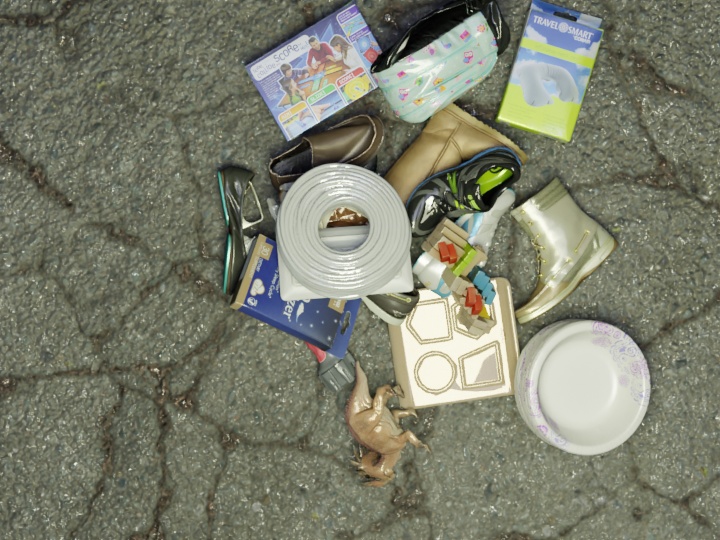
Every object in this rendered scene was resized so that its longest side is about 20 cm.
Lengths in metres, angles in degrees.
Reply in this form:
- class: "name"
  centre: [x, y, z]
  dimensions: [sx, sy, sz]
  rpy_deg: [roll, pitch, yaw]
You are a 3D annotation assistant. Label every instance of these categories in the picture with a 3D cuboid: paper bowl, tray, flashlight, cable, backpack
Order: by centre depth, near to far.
- class: "cable"
  centre: [-0.024, -0.060, 1.569]
  dimensions: [0.199, 0.069, 0.201]
  rpy_deg: [-15, 75, -7]
- class: "tray"
  centre: [-0.023, -0.016, 1.605]
  dimensions: [0.198, 0.022, 0.108]
  rpy_deg: [-4, 76, -4]
- class: "backpack"
  centre: [0.116, -0.315, 1.608]
  dimensions: [0.199, 0.167, 0.127]
  rpy_deg: [-36, 99, -7]
- class: "paper bowl"
  centre: [0.331, 0.175, 1.650]
  dimensions: [0.199, 0.104, 0.202]
  rpy_deg: [0, 91, -14]
- class: "flashlight"
  centre: [-0.087, 0.101, 1.683]
  dimensions: [0.068, 0.068, 0.200]
  rpy_deg: [-40, 97, -36]

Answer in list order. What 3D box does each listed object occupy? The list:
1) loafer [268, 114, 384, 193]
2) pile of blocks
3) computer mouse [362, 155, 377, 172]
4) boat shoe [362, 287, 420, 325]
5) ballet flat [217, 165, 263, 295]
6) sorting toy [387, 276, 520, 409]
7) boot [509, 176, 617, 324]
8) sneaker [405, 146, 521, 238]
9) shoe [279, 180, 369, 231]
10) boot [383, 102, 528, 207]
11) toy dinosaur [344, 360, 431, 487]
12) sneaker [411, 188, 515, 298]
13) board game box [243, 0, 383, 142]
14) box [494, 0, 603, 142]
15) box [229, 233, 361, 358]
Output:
- class: "loafer"
  centre: [-0.054, -0.177, 1.647]
  dimensions: [0.199, 0.071, 0.073]
  rpy_deg: [-29, 72, 10]
- class: "pile of blocks"
  centre: [0.165, 0.017, 1.603]
  dimensions: [0.082, 0.062, 0.201]
  rpy_deg: [-30, 117, 0]
- class: "computer mouse"
  centre: [-0.020, -0.104, 1.688]
  dimensions: [0.058, 0.034, 0.201]
  rpy_deg: [16, 93, -1]
- class: "boat shoe"
  centre: [0.000, 0.000, 1.650]
  dimensions: [0.201, 0.072, 0.061]
  rpy_deg: [36, 118, -3]
- class: "ballet flat"
  centre: [-0.184, -0.062, 1.676]
  dimensions: [0.068, 0.068, 0.202]
  rpy_deg: [-3, 93, -8]
- class: "sorting toy"
  centre: [0.147, 0.114, 1.698]
  dimensions: [0.198, 0.036, 0.187]
  rpy_deg: [-8, 92, 5]
- class: "boot"
  centre: [0.278, -0.030, 1.670]
  dimensions: [0.200, 0.072, 0.155]
  rpy_deg: [-43, 92, -5]
- class: "sneaker"
  centre: [0.150, -0.114, 1.603]
  dimensions: [0.199, 0.083, 0.071]
  rpy_deg: [-31, 115, 7]
- class: "shoe"
  centre: [-0.029, -0.084, 1.648]
  dimensions: [0.199, 0.053, 0.070]
  rpy_deg: [20, 103, -16]
- class: "boot"
  centre: [0.136, -0.141, 1.674]
  dimensions: [0.175, 0.066, 0.201]
  rpy_deg: [33, 93, 9]
- class: "toy dinosaur"
  centre: [0.019, 0.247, 1.658]
  dimensions: [0.135, 0.086, 0.201]
  rpy_deg: [-31, 99, 9]
- class: "sneaker"
  centre: [0.171, -0.046, 1.664]
  dimensions: [0.200, 0.077, 0.081]
  rpy_deg: [-45, 89, 0]
- class: "board game box"
  centre: [-0.062, -0.308, 1.678]
  dimensions: [0.199, 0.034, 0.136]
  rpy_deg: [-30, 92, 1]
- class: "box"
  centre: [0.295, -0.311, 1.671]
  dimensions: [0.121, 0.048, 0.201]
  rpy_deg: [16, 93, -1]
- class: "box"
  centre: [-0.089, 0.041, 1.644]
  dimensions: [0.199, 0.032, 0.122]
  rpy_deg: [27, 61, -19]
